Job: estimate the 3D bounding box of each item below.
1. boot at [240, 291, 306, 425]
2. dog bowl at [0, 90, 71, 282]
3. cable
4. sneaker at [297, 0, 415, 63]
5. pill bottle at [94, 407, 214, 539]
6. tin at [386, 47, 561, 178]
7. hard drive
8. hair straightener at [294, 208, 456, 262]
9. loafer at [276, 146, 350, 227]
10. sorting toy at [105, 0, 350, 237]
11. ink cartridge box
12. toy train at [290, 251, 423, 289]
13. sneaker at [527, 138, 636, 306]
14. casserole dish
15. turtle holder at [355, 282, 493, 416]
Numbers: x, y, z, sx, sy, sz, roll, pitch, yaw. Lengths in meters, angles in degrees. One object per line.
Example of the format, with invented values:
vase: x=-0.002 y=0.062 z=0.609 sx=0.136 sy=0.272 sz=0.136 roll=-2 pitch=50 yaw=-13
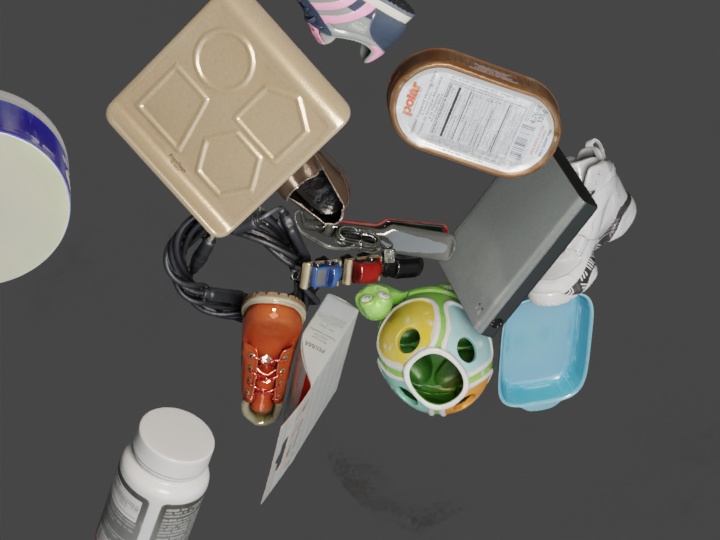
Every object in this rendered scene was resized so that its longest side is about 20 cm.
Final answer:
boot: x=-0.104 y=0.101 z=1.794 sx=0.074 sy=0.108 sz=0.201 roll=5 pitch=149 yaw=-3
dog bowl: x=-0.399 y=-0.085 z=1.625 sx=0.197 sy=0.079 sz=0.202 roll=-8 pitch=129 yaw=-10
cable: x=-0.131 y=0.007 z=1.779 sx=0.161 sy=0.051 sz=0.201 roll=-16 pitch=139 yaw=7
sneaker: x=-0.041 y=-0.272 z=1.586 sx=0.198 sy=0.070 sz=0.082 roll=24 pitch=115 yaw=-28
pill bottle: x=-0.250 y=0.273 z=1.928 sx=0.113 sy=0.114 sz=0.202 roll=9 pitch=124 yaw=-22
tin: x=0.125 y=-0.170 z=1.708 sx=0.198 sy=0.042 sz=0.113 roll=17 pitch=114 yaw=-11
hard drive: x=0.175 y=-0.043 z=1.782 sx=0.033 sy=0.140 sz=0.201 roll=18 pitch=120 yaw=-35
hair straightener: x=0.019 y=-0.041 z=1.784 sx=0.198 sy=0.077 sz=0.041 roll=12 pitch=107 yaw=-21
loafer: x=-0.074 y=-0.118 z=1.697 sx=0.073 sy=0.071 sz=0.199 roll=-41 pitch=127 yaw=18
sorting toy: x=-0.137 y=-0.164 z=1.625 sx=0.200 sy=0.036 sz=0.185 roll=-42 pitch=95 yaw=15
ink cartridge box: x=-0.074 y=0.148 z=1.818 sx=0.047 sy=0.201 sz=0.161 roll=27 pitch=139 yaw=9
toy train: x=0.000 y=0.000 z=1.778 sx=0.199 sy=0.046 sz=0.035 roll=-6 pitch=111 yaw=-45
sneaker: x=0.238 y=-0.057 z=1.794 sx=0.200 sy=0.075 sz=0.116 roll=-48 pitch=128 yaw=-31
casserole dish: x=0.227 y=0.091 z=1.972 sx=0.119 sy=0.039 sz=0.202 roll=-8 pitch=128 yaw=-10
turtle holder: x=0.083 y=0.085 z=1.856 sx=0.139 sy=0.132 sz=0.188 roll=-14 pitch=110 yaw=8
